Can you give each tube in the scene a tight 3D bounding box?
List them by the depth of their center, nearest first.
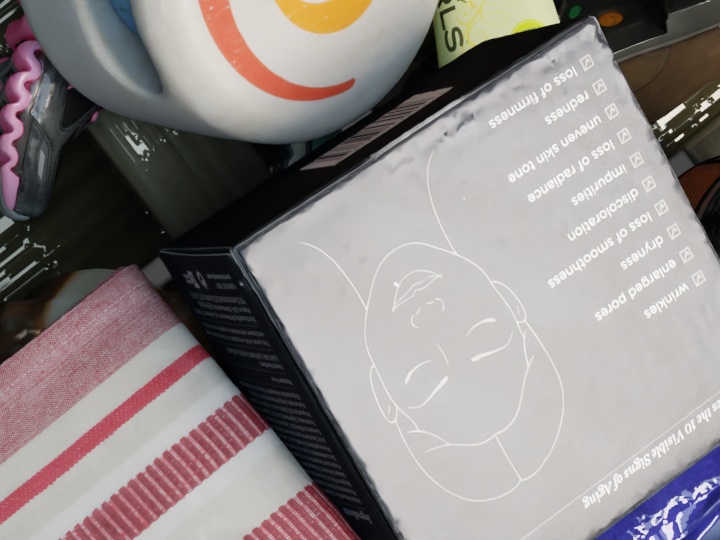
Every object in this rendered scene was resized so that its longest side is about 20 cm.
[{"bbox_3d":[0.061,-0.157,1.028,0.052,0.058,0.201,-1,71,-28],"label":"tube"}]

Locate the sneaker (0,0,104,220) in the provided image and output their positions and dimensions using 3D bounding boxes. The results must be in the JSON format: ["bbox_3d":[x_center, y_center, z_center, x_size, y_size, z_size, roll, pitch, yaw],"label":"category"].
[{"bbox_3d":[-0.129,-0.117,1.026,0.095,0.079,0.201,16,90,-21],"label":"sneaker"}]

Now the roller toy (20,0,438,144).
[{"bbox_3d":[-0.055,-0.153,0.954,0.199,0.139,0.183,26,82,-42],"label":"roller toy"}]

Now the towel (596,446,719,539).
[{"bbox_3d":[0.088,0.078,1.044,0.147,0.050,0.200,-35,70,-11],"label":"towel"}]

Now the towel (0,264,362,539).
[{"bbox_3d":[-0.093,0.115,0.884,0.144,0.023,0.200,-39,79,-9],"label":"towel"}]

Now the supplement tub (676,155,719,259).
[{"bbox_3d":[0.212,-0.001,1.016,0.122,0.200,0.123,0,91,-12],"label":"supplement tub"}]

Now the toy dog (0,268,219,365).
[{"bbox_3d":[-0.128,0.100,0.974,0.139,0.194,0.201,0,98,3],"label":"toy dog"}]

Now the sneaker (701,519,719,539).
[{"bbox_3d":[0.145,0.158,1.087,0.199,0.075,0.088,-33,113,-5],"label":"sneaker"}]

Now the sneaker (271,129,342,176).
[{"bbox_3d":[0.000,0.000,1.024,0.079,0.078,0.201,-12,76,-10],"label":"sneaker"}]

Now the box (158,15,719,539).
[{"bbox_3d":[0.051,0.023,0.922,0.199,0.124,0.197,-33,101,-17],"label":"box"}]

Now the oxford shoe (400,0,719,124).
[{"bbox_3d":[0.119,-0.099,1.064,0.199,0.073,0.085,-16,131,7],"label":"oxford shoe"}]
